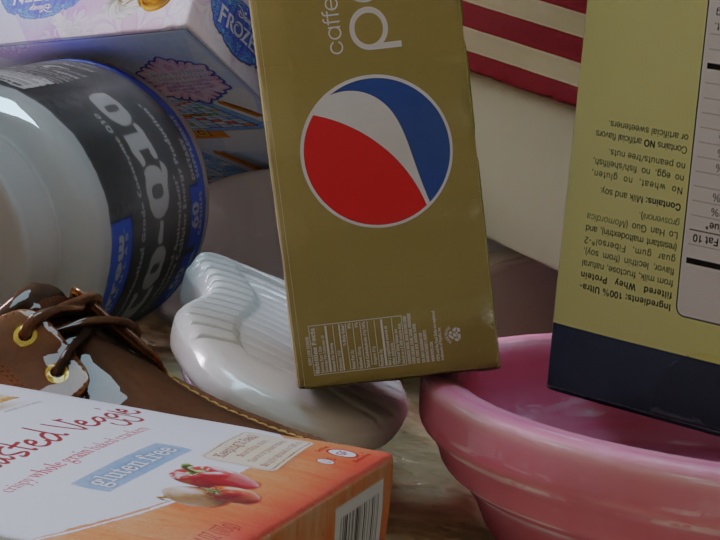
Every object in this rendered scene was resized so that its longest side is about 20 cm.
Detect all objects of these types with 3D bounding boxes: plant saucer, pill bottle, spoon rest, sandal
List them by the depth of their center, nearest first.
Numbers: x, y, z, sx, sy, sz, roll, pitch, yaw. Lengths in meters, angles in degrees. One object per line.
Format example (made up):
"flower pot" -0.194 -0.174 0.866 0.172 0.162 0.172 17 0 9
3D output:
"plant saucer" 0.116 0.063 0.737 0.199 0.051 0.201 6 10 -1
"sandal" -0.030 0.040 0.808 0.082 0.050 0.203 22 9 -6
"pill bottle" -0.133 -0.017 0.879 0.113 0.114 0.200 7 10 11
"spoon rest" 0.000 0.000 0.972 0.199 0.061 0.100 11 47 22

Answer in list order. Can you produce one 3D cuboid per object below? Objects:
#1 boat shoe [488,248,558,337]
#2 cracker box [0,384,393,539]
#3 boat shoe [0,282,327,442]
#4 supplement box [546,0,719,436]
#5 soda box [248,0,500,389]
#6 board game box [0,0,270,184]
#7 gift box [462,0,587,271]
"boat shoe" 0.111 0.024 0.914 0.199 0.075 0.093 10 9 -19
"cracker box" -0.107 0.065 0.572 0.199 0.058 0.134 8 9 17
"boat shoe" -0.096 0.039 0.703 0.199 0.068 0.072 11 11 29
"supplement box" 0.176 -0.055 0.711 0.134 0.201 0.199 14 12 42
"soda box" 0.001 -0.069 0.722 0.064 0.201 0.068 -6 10 2
"board game box" -0.101 -0.069 1.054 0.199 0.041 0.199 -2 -25 30
"gift box" 0.088 -0.104 0.858 0.199 0.185 0.186 -2 21 -43
